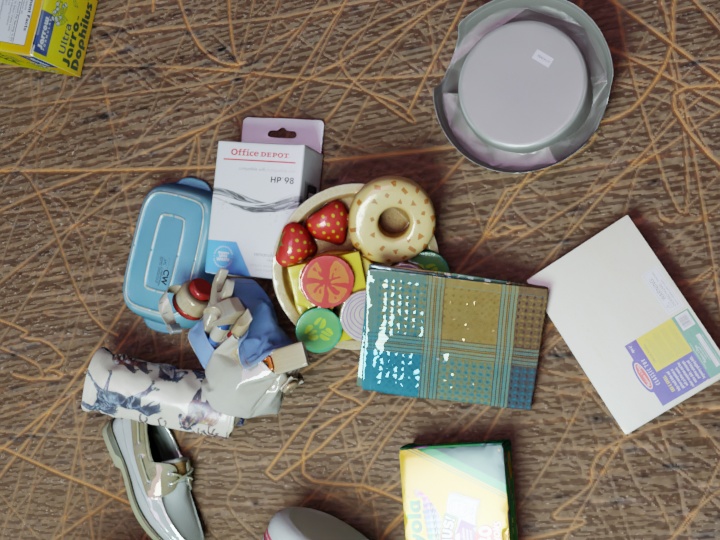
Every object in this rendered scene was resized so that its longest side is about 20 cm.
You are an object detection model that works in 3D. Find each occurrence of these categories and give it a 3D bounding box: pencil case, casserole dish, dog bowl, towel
[{"bbox_3d":[-0.236,0.144,1.175,0.199,0.090,0.078,10,115,3],"label":"pencil case"},{"bbox_3d":[-0.237,-0.020,1.231,0.121,0.039,0.201,14,92,19],"label":"casserole dish"},{"bbox_3d":[0.183,-0.204,1.098,0.199,0.059,0.201,-1,86,17],"label":"dog bowl"},{"bbox_3d":[0.099,0.074,1.088,0.199,0.022,0.147,7,103,2],"label":"towel"}]

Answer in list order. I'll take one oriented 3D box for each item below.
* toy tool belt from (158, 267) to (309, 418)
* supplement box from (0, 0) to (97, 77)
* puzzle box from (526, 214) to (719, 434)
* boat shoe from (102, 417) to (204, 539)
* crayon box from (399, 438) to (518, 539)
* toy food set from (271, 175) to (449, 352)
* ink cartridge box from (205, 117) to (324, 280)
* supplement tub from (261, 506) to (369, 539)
[{"bbox_3d":[-0.134,0.061,1.124,0.123,0.125,0.200,-51,60,29],"label":"toy tool belt"},{"bbox_3d":[-0.467,-0.333,1.288,0.199,0.109,0.109,14,91,19],"label":"supplement box"},{"bbox_3d":[0.289,0.059,1.064,0.133,0.025,0.200,-33,77,13],"label":"puzzle box"},{"bbox_3d":[-0.242,0.252,1.195,0.068,0.075,0.200,-38,75,17],"label":"boat shoe"},{"bbox_3d":[0.112,0.291,1.087,0.118,0.058,0.201,-6,85,17],"label":"crayon box"},{"bbox_3d":[0.000,0.000,1.112,0.199,0.049,0.199,-14,104,-4],"label":"toy food set"},{"bbox_3d":[-0.114,-0.090,1.180,0.115,0.067,0.201,5,88,18],"label":"ink cartridge box"},{"bbox_3d":[-0.072,0.382,1.097,0.140,0.140,0.201,26,95,17],"label":"supplement tub"}]
